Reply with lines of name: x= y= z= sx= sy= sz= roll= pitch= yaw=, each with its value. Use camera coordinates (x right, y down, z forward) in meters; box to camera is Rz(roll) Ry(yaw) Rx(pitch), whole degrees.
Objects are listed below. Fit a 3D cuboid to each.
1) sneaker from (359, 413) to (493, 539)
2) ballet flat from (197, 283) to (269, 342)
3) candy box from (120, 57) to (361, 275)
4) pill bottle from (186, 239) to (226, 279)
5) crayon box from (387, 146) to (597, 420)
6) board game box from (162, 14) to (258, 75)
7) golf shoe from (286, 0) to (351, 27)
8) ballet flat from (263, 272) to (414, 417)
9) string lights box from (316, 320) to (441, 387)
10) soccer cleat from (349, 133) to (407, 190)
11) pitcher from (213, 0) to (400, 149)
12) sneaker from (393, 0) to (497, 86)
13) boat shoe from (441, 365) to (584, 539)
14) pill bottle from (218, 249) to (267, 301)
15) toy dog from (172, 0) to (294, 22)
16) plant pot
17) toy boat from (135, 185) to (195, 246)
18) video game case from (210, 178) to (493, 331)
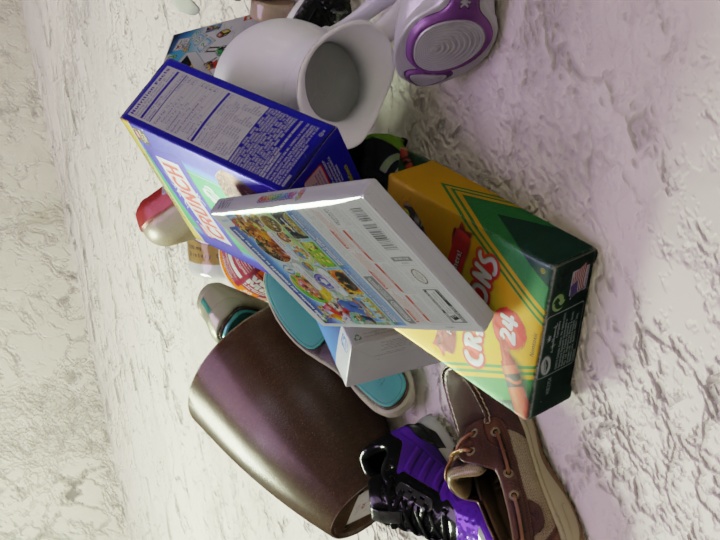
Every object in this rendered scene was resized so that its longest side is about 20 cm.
sneaker: x=0.059 y=0.204 z=0.966 sx=0.200 sy=0.098 sz=0.071 roll=-135 pitch=40 yaw=-56
ballet flat: x=-0.111 y=0.057 z=1.226 sx=0.200 sy=0.069 sz=0.070 roll=33 pitch=-147 yaw=-60
candy box: x=-0.085 y=-0.070 z=0.946 sx=0.198 sy=0.077 sz=0.170 roll=27 pitch=158 yaw=35
pill bottle: x=-0.163 y=-0.100 z=1.380 sx=0.114 sy=0.112 sz=0.204 roll=-155 pitch=59 yaw=-64
crayon box: x=0.076 y=0.004 z=0.843 sx=0.199 sy=0.050 sz=0.129 roll=33 pitch=130 yaw=40
board game box: x=-0.160 y=-0.207 z=1.221 sx=0.202 sy=0.124 sz=0.035 roll=-84 pitch=-22 yaw=-48
golf shoe: x=-0.064 y=-0.230 z=1.139 sx=0.201 sy=0.076 sz=0.096 roll=117 pitch=139 yaw=-54
ballet flat: x=-0.019 y=0.066 z=1.100 sx=0.200 sy=0.069 sz=0.070 roll=48 pitch=146 yaw=19
string lights box: x=0.000 y=0.000 z=1.031 sx=0.060 sy=0.101 sz=0.202 roll=99 pitch=153 yaw=-46
soccer cleat: x=0.034 y=-0.058 z=0.955 sx=0.200 sy=0.080 sz=0.069 roll=-129 pitch=37 yaw=-51
pitcher: x=-0.038 y=-0.181 z=0.996 sx=0.121 sy=0.172 sz=0.199 roll=47 pitch=162 yaw=-25
sneaker: x=0.071 y=-0.228 z=0.843 sx=0.202 sy=0.073 sz=0.101 roll=108 pitch=164 yaw=-48
boat shoe: x=0.100 y=0.151 z=0.883 sx=0.073 sy=0.071 sz=0.202 roll=109 pitch=145 yaw=-49
pill bottle: x=-0.079 y=-0.036 z=1.205 sx=0.200 sy=0.108 sz=0.112 roll=152 pitch=108 yaw=-67
toy dog: x=-0.158 y=-0.333 z=1.227 sx=0.133 sy=0.197 sz=0.097 roll=-62 pitch=18 yaw=18
plant pot: x=-0.047 y=0.164 z=1.150 sx=0.200 sy=0.185 sz=0.189 roll=48 pitch=143 yaw=30
toy boat: x=-0.173 y=-0.125 z=1.249 sx=0.198 sy=0.130 sz=0.132 roll=-32 pitch=87 yaw=22
video game case: x=-0.011 y=-0.007 z=0.831 sx=0.143 sy=0.018 sz=0.198 roll=46 pitch=153 yaw=-28
